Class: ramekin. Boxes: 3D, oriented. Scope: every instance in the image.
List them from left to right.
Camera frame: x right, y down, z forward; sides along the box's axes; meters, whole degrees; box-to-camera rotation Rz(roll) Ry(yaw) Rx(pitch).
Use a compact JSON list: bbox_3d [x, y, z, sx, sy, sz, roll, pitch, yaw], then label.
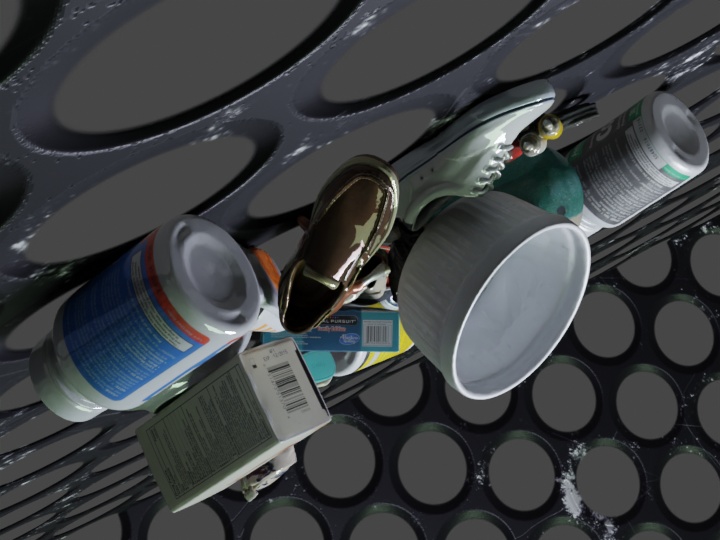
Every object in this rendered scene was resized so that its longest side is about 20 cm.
[{"bbox_3d":[0.128,0.016,1.388,0.199,0.105,0.202,-30,139,-30],"label":"ramekin"}]

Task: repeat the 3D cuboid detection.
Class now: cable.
[{"bbox_3d":[0.189,-0.138,1.444,0.096,0.051,0.199,-29,171,28],"label":"cable"}]

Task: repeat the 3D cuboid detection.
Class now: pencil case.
[{"bbox_3d":[-0.147,0.168,1.655,0.089,0.202,0.078,-23,175,-36],"label":"pencil case"}]

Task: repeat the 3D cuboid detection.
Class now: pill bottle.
[{"bbox_3d":[-0.187,0.048,1.159,0.199,0.113,0.112,-33,170,30],"label":"pill bottle"},{"bbox_3d":[0.017,0.067,1.874,0.111,0.112,0.199,-35,169,38],"label":"pill bottle"},{"bbox_3d":[0.322,-0.124,1.717,0.112,0.114,0.199,-18,166,-47],"label":"pill bottle"}]

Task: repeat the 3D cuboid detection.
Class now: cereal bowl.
[{"bbox_3d":[-0.198,0.094,1.478,0.198,0.084,0.200,-28,172,-4],"label":"cereal bowl"}]

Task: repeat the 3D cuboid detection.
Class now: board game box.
[{"bbox_3d":[-0.040,0.065,1.595,0.149,0.048,0.200,1,180,-5],"label":"board game box"}]

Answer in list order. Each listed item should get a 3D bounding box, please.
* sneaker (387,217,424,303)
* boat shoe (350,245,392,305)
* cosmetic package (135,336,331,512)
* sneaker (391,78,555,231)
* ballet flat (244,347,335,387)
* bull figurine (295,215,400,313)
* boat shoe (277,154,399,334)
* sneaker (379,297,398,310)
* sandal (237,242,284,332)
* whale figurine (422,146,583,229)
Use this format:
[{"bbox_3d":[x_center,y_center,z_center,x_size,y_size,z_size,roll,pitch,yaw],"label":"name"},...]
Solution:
[{"bbox_3d":[0.064,0.001,1.513,0.075,0.092,0.200,9,-168,-1],"label":"sneaker"},{"bbox_3d":[0.000,0.000,1.593,0.062,0.072,0.199,-29,166,38],"label":"boat shoe"},{"bbox_3d":[-0.135,0.162,1.452,0.199,0.104,0.087,-34,168,39],"label":"cosmetic package"},{"bbox_3d":[0.109,-0.107,1.313,0.199,0.071,0.073,-33,169,31],"label":"sneaker"},{"bbox_3d":[-0.102,0.126,1.619,0.062,0.068,0.199,-18,169,31],"label":"ballet flat"},{"bbox_3d":[-0.023,-0.014,1.414,0.120,0.066,0.200,-27,163,-24],"label":"bull figurine"},{"bbox_3d":[-0.022,-0.014,1.262,0.075,0.074,0.203,-74,-171,-46],"label":"boat shoe"},{"bbox_3d":[0.116,-0.024,1.728,0.202,0.078,0.145,-33,-172,-40],"label":"sneaker"},{"bbox_3d":[-0.116,0.018,1.346,0.059,0.080,0.207,-27,163,8],"label":"sandal"},{"bbox_3d":[0.149,-0.085,1.520,0.197,0.105,0.159,-3,-161,-18],"label":"whale figurine"}]
